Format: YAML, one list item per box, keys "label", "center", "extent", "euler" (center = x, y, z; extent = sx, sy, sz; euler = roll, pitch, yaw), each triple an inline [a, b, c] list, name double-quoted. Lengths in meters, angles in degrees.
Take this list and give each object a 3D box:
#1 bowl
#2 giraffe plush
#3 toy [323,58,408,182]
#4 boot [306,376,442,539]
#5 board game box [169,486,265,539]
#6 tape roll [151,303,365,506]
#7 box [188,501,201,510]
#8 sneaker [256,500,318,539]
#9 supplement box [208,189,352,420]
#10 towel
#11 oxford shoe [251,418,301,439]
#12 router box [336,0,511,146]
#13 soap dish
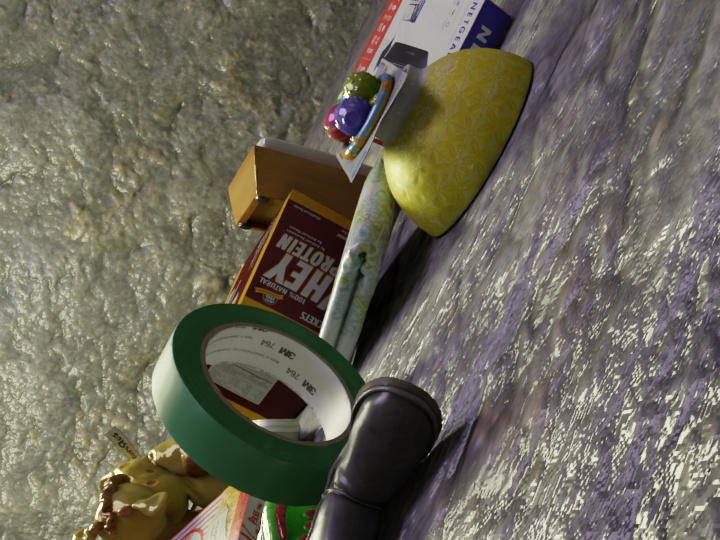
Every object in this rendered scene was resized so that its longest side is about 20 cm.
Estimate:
- label: "bowl"
  center: [0.075, -0.146, 1.301]
  extent: [0.201, 0.107, 0.200]
  euler: [-60, 10, 17]
- label: "giraffe plush"
  center: [-0.244, 0.281, 1.526]
  extent: [0.173, 0.200, 0.162]
  euler: [-58, 1, 17]
- label: "toy"
  center: [-0.006, -0.162, 1.311]
  extent: [0.116, 0.047, 0.200]
  euler: [-63, 8, 9]
- label: "boot"
  center: [-0.012, 0.195, 0.908]
  extent: [0.182, 0.072, 0.200]
  euler: [107, -171, -48]
- label: "board game box"
  center: [-0.164, 0.315, 1.371]
  extent: [0.200, 0.046, 0.152]
  euler: [-44, 17, 25]
- label: "tape roll"
  center: [-0.080, 0.112, 1.120]
  extent: [0.048, 0.200, 0.201]
  euler: [-59, 10, 27]
- label: "box"
  center: [-0.177, 0.237, 1.814]
  extent: [0.160, 0.049, 0.200]
  euler: [-63, 9, 17]
- label: "sneaker"
  center: [-0.064, 0.267, 1.047]
  extent: [0.200, 0.076, 0.084]
  euler: [-70, -6, -57]
- label: "supplement box"
  center: [-0.091, 0.052, 1.587]
  extent: [0.200, 0.132, 0.198]
  euler: [-52, 14, 51]
- label: "towel"
  center: [0.000, 0.000, 1.389]
  extent: [0.172, 0.048, 0.201]
  euler: [-76, 3, -52]
- label: "oxford shoe"
  center: [-0.109, 0.202, 1.479]
  extent: [0.200, 0.075, 0.058]
  euler: [146, 123, -74]
- label: "router box"
  center: [0.069, -0.242, 1.563]
  extent: [0.179, 0.049, 0.201]
  euler: [28, 91, 53]
- label: "soap dish"
  center: [-0.063, -0.089, 1.668]
  extent: [0.157, 0.199, 0.082]
  euler: [137, 145, -66]
